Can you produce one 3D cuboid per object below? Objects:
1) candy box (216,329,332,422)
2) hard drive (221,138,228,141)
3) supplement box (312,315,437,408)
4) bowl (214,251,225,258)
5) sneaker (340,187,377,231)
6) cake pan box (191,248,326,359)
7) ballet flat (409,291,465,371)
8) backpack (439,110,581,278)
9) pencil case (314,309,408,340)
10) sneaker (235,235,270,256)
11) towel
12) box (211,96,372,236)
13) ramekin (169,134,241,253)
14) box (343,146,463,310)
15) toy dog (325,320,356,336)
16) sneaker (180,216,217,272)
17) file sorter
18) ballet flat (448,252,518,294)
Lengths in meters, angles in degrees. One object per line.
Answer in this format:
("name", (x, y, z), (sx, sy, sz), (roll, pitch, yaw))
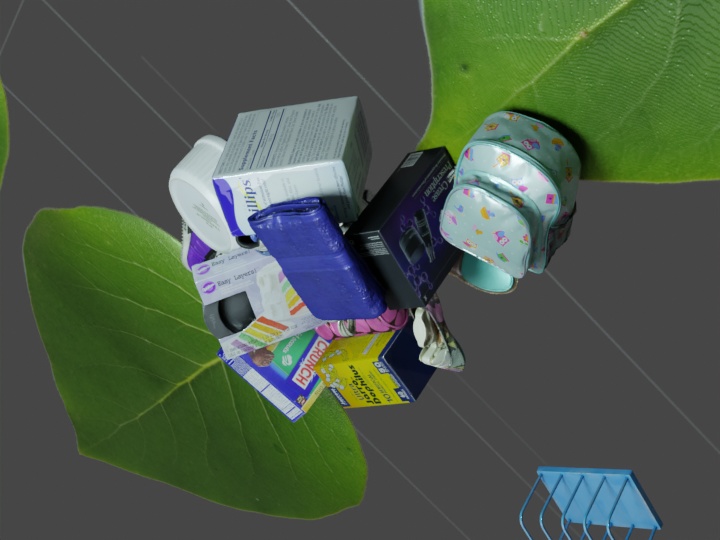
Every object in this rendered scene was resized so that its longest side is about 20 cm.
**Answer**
("candy box", (-0.141, 0.154, 2.009), (0.200, 0.170, 0.077), (41, 149, -5))
("hard drive", (-0.166, -0.145, 1.785), (0.199, 0.033, 0.141), (20, 143, 47))
("supplement box", (0.029, 0.169, 1.926), (0.199, 0.110, 0.109), (-14, 120, 49))
("bowl", (-0.191, 0.016, 1.885), (0.198, 0.094, 0.204), (5, 104, 19))
("sneaker", (-0.037, -0.117, 1.698), (0.199, 0.081, 0.075), (38, 147, 5))
("cake pan box", (-0.172, 0.044, 1.799), (0.053, 0.197, 0.186), (-114, 7, -53))
("ballet flat", (0.122, 0.114, 1.817), (0.068, 0.071, 0.202), (5, 133, 36))
("backpack", (0.204, -0.104, 1.444), (0.175, 0.153, 0.202), (30, 137, 20))
("pencil case", (-0.008, 0.071, 1.873), (0.093, 0.092, 0.199), (15, 159, -39))
("sneaker", (-0.119, -0.079, 1.647), (0.198, 0.115, 0.081), (-30, 80, 26))
("towel", (-0.055, -0.016, 1.499), (0.146, 0.050, 0.201), (-2, 130, 42))
("box", (-0.095, -0.154, 1.561), (0.197, 0.185, 0.106), (-6, 126, 13))
("ramekin", (-0.236, -0.119, 1.786), (0.202, 0.094, 0.204), (37, 153, 23))
("box", (0.082, -0.062, 1.549), (0.078, 0.201, 0.142), (-4, 128, 43))
("toy dog", (0.000, 0.000, 1.727), (0.095, 0.203, 0.132), (-9, 151, 26))
("sneaker", (-0.280, -0.049, 1.995), (0.098, 0.070, 0.201), (25, 143, 14))
("file sorter", (0.402, 0.442, 1.884), (0.198, 0.123, 0.140), (-8, 124, 46))
("ballet flat", (0.164, -0.017, 1.650), (0.198, 0.065, 0.071), (23, 105, 27))
